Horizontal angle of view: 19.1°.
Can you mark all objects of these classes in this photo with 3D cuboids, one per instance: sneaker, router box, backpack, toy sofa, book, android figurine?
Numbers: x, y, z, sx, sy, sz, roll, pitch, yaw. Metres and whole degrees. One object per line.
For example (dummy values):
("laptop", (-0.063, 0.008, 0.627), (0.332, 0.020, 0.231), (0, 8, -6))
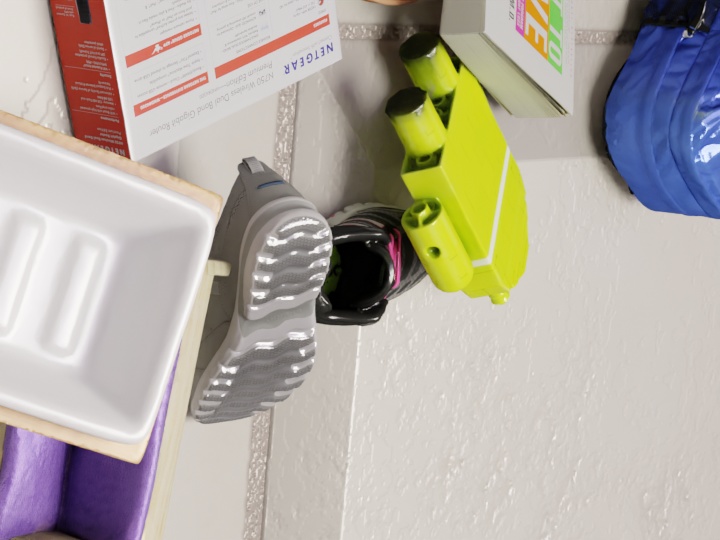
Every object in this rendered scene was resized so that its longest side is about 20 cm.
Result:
("sneaker", (0.000, 0.000, 1.441), (0.200, 0.087, 0.074), (-9, 107, -51))
("router box", (-0.101, -0.183, 1.295), (0.200, 0.049, 0.180), (-31, 123, -44))
("backpack", (0.294, -0.144, 1.715), (0.200, 0.168, 0.163), (-57, 131, -19))
("sneaker", (-0.068, 0.016, 1.348), (0.075, 0.082, 0.200), (-5, 137, -29))
("toy sofa", (-0.153, 0.077, 1.274), (0.097, 0.083, 0.201), (10, 91, -53))
("book", (0.105, -0.199, 1.513), (0.200, 0.048, 0.134), (30, 63, -66))
("android figurine", (0.071, -0.064, 1.502), (0.182, 0.041, 0.200), (-78, 150, -44))

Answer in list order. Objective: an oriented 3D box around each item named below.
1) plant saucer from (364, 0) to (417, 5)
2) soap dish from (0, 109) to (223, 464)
("plant saucer", (0.020, -0.279, 1.436), (0.200, 0.032, 0.201), (-18, 113, -49))
("soap dish", (-0.189, 0.001, 1.162), (0.200, 0.081, 0.158), (21, 82, -27))
